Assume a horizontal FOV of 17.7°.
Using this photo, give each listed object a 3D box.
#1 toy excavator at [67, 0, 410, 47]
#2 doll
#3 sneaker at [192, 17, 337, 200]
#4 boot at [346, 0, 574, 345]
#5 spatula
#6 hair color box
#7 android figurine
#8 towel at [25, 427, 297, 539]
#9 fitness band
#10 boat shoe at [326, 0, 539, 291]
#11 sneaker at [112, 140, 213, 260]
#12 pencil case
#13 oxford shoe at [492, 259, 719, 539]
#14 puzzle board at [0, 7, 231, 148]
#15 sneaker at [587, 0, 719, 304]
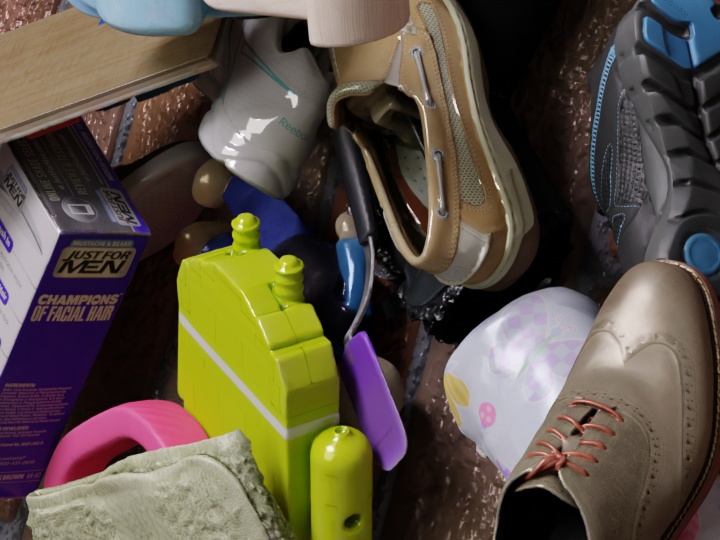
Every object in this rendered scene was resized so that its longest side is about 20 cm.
[{"bbox_3d":[-0.064,-0.145,1.061,0.194,0.200,0.100,-1,115,10],"label":"toy excavator"},{"bbox_3d":[-0.033,0.023,1.225,0.200,0.048,0.137,46,125,46],"label":"doll"},{"bbox_3d":[-0.052,-0.114,1.253,0.080,0.070,0.200,-52,30,15],"label":"sneaker"},{"bbox_3d":[0.064,-0.073,1.134,0.198,0.073,0.163,-49,46,36],"label":"boot"},{"bbox_3d":[0.000,0.000,1.134,0.057,0.020,0.201,122,146,-63],"label":"spatula"},{"bbox_3d":[-0.196,0.021,1.303,0.109,0.065,0.200,56,132,38],"label":"hair color box"},{"bbox_3d":[-0.049,0.069,1.175,0.182,0.041,0.201,42,139,49],"label":"android figurine"},{"bbox_3d":[-0.077,0.183,1.157,0.148,0.036,0.201,-21,100,30],"label":"towel"},{"bbox_3d":[-0.125,0.148,1.260,0.200,0.037,0.144,-29,71,57],"label":"fitness band"},{"bbox_3d":[0.017,-0.081,1.082,0.072,0.076,0.200,-51,49,35],"label":"boat shoe"},{"bbox_3d":[-0.163,-0.047,1.366,0.200,0.071,0.099,-39,59,38],"label":"sneaker"},{"bbox_3d":[0.111,0.101,1.028,0.091,0.083,0.200,-42,51,13],"label":"pencil case"},{"bbox_3d":[0.100,0.081,0.944,0.070,0.075,0.201,5,69,33],"label":"oxford shoe"},{"bbox_3d":[-0.158,-0.110,1.250,0.199,0.017,0.151,-18,26,14],"label":"puzzle board"},{"bbox_3d":[0.147,-0.025,1.051,0.082,0.073,0.201,139,131,-64],"label":"sneaker"}]
